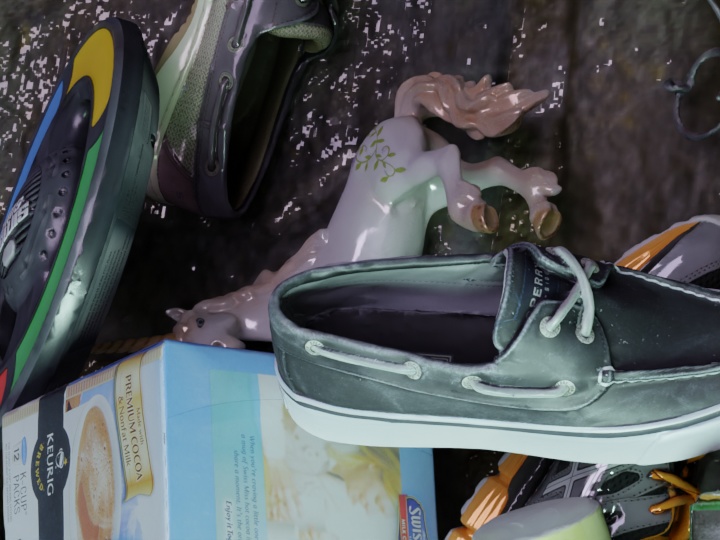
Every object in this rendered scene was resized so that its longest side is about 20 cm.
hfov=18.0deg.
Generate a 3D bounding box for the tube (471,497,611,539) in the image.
[{"bbox_3d":[0.092,0.187,0.862,0.058,0.052,0.201,-5,103,65],"label":"tube"}]

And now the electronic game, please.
[{"bbox_3d":[-0.138,-0.017,1.016,0.200,0.042,0.200,-55,24,40],"label":"electronic game"}]

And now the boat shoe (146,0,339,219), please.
[{"bbox_3d":[-0.041,-0.117,1.040,0.065,0.072,0.200,25,91,26],"label":"boat shoe"}]

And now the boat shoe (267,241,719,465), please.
[{"bbox_3d":[0.065,0.022,0.833,0.199,0.068,0.072,1,49,11],"label":"boat shoe"}]

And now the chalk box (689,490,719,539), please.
[{"bbox_3d":[0.192,0.141,0.809,0.124,0.124,0.201,-4,72,28],"label":"chalk box"}]

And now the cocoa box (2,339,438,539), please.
[{"bbox_3d":[-0.053,0.142,0.904,0.131,0.133,0.201,-24,63,50],"label":"cocoa box"}]

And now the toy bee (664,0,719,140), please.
[{"bbox_3d":[0.141,-0.175,0.926,0.131,0.109,0.200,-28,43,48],"label":"toy bee"}]

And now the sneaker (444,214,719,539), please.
[{"bbox_3d":[0.107,0.071,0.905,0.077,0.078,0.200,33,102,31],"label":"sneaker"}]

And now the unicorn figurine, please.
[{"bbox_3d":[0.000,0.000,0.988,0.137,0.074,0.200,27,74,41],"label":"unicorn figurine"}]
